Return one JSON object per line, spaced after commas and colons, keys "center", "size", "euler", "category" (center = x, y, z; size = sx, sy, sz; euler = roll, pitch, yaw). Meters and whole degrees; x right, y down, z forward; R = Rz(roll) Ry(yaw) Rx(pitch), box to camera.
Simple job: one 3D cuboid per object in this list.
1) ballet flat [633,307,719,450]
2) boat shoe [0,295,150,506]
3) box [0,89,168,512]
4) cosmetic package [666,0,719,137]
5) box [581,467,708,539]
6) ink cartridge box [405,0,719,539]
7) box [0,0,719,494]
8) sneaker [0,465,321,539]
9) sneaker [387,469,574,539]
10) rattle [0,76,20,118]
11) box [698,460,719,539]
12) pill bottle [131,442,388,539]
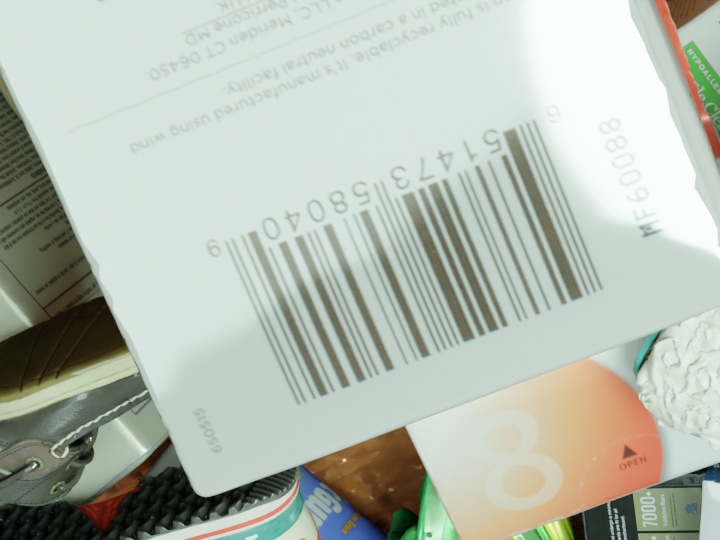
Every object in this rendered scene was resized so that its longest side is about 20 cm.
{"center": [0.175, -0.016, 0.839], "size": [0.072, 0.072, 0.200], "euler": [30, 111, 7], "category": "ballet flat"}
{"center": [-0.143, 0.068, 0.965], "size": [0.200, 0.072, 0.066], "euler": [-22, 111, 24], "category": "boat shoe"}
{"center": [-0.174, 0.016, 1.062], "size": [0.109, 0.128, 0.200], "euler": [-39, 93, 26], "category": "box"}
{"center": [0.203, -0.096, 0.920], "size": [0.200, 0.085, 0.108], "euler": [-36, 99, 27], "category": "cosmetic package"}
{"center": [0.195, 0.165, 1.014], "size": [0.163, 0.086, 0.201], "euler": [-4, 107, 19], "category": "box"}
{"center": [0.080, 0.002, 0.899], "size": [0.162, 0.050, 0.200], "euler": [-21, 121, 9], "category": "ink cartridge box"}
{"center": [0.003, -0.068, 0.776], "size": [0.198, 0.171, 0.201], "euler": [-21, 104, 9], "category": "box"}
{"center": [-0.106, 0.146, 0.988], "size": [0.199, 0.070, 0.094], "euler": [-18, 114, 13], "category": "sneaker"}
{"center": [0.057, 0.128, 1.043], "size": [0.083, 0.074, 0.201], "euler": [-19, 91, -3], "category": "sneaker"}
{"center": [-0.157, -0.108, 1.011], "size": [0.200, 0.143, 0.130], "euler": [45, 139, -9], "category": "rattle"}
{"center": [0.207, 0.181, 0.946], "size": [0.136, 0.038, 0.201], "euler": [7, 110, 16], "category": "box"}
{"center": [-0.027, 0.165, 1.074], "size": [0.200, 0.112, 0.112], "euler": [39, 116, 2], "category": "pill bottle"}
